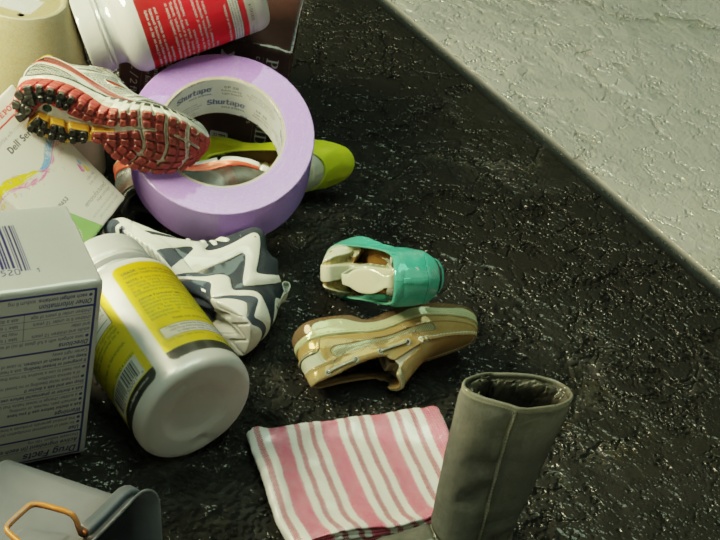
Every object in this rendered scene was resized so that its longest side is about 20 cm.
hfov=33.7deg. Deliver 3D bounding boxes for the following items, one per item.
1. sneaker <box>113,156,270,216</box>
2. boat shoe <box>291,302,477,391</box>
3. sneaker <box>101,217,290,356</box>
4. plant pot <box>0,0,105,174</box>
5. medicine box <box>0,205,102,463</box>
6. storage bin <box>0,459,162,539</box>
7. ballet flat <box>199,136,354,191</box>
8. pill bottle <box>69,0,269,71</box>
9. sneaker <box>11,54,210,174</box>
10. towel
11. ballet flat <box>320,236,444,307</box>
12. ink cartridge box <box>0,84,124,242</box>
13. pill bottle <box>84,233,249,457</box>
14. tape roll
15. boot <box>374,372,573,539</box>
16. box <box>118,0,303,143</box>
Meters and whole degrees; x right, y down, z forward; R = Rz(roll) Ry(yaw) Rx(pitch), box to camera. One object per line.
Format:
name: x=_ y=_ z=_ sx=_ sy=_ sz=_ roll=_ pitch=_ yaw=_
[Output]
sneaker: x=-0.178 y=-0.076 z=1.322 sx=0.196 sy=0.078 sz=0.083 roll=3 pitch=55 yaw=-6
boat shoe: x=0.032 y=0.086 z=1.185 sx=0.197 sy=0.072 sz=0.077 roll=-8 pitch=56 yaw=-18
sneaker: x=-0.158 y=-0.007 z=1.217 sx=0.197 sy=0.080 sz=0.130 roll=27 pitch=36 yaw=15
plant pot: x=-0.367 y=-0.202 z=1.288 sx=0.184 sy=0.202 sz=0.189 roll=7 pitch=38 yaw=-6
medicine box: x=-0.316 y=0.064 z=0.961 sx=0.180 sy=0.202 sz=0.103 roll=-8 pitch=44 yaw=-29
storage bin: x=-0.252 y=0.221 z=0.844 sx=0.132 sy=0.148 sz=0.200 roll=17 pitch=35 yaw=20
ballet flat: x=-0.104 y=-0.117 z=1.390 sx=0.196 sy=0.068 sz=0.067 roll=4 pitch=29 yaw=-4
pill bottle: x=-0.206 y=-0.284 z=1.281 sx=0.197 sy=0.113 sz=0.113 roll=-22 pitch=45 yaw=-9
sneaker: x=-0.242 y=-0.163 z=1.189 sx=0.197 sy=0.078 sz=0.083 roll=20 pitch=41 yaw=-20
towel: x=0.007 y=0.180 z=1.065 sx=0.197 sy=0.030 sz=0.147 roll=-3 pitch=36 yaw=-24
ballet flat: x=0.000 y=0.000 z=1.205 sx=0.069 sy=0.069 sz=0.199 roll=0 pitch=3 yaw=-35
ink cartridge box: x=-0.343 y=-0.097 z=1.168 sx=0.200 sy=0.067 sz=0.118 roll=46 pitch=39 yaw=-16
pill bottle: x=-0.195 y=0.062 z=1.082 sx=0.113 sy=0.116 sz=0.200 roll=-14 pitch=45 yaw=-34
tape roll: x=-0.149 y=-0.132 z=1.279 sx=0.196 sy=0.066 sz=0.203 roll=4 pitch=62 yaw=-8
boot: x=0.070 y=0.178 z=0.950 sx=0.179 sy=0.202 sz=0.073 roll=-6 pitch=39 yaw=-26
box: x=-0.184 y=-0.249 z=1.450 sx=0.196 sy=0.168 sz=0.165 roll=11 pitch=35 yaw=-4
